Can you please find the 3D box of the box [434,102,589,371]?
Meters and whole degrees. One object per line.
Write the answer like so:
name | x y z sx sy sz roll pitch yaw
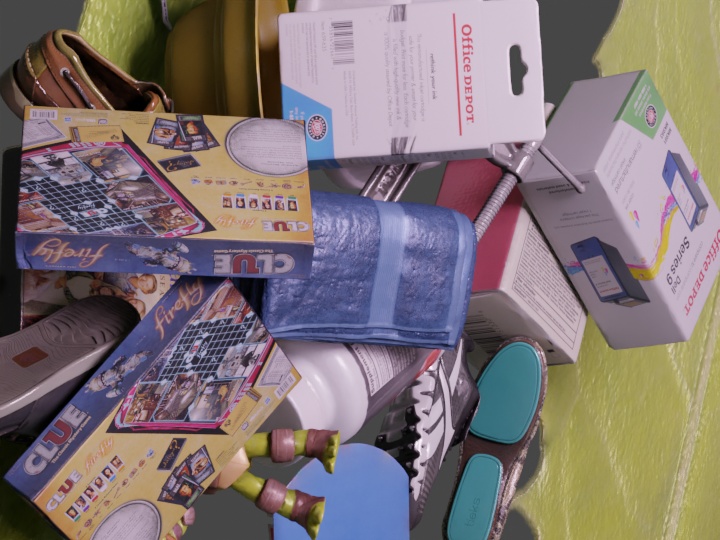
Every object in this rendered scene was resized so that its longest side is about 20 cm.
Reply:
box | 0.138 -0.027 1.922 0.128 0.109 0.201 43 52 -38

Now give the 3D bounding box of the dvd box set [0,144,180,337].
dvd box set | -0.182 -0.003 1.588 0.199 0.029 0.147 14 72 -48

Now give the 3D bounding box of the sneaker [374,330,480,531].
sneaker | 0.063 0.128 1.823 0.090 0.066 0.201 19 66 -31

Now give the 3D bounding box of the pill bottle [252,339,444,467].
pill bottle | -0.022 0.072 1.705 0.200 0.110 0.111 -38 112 -47

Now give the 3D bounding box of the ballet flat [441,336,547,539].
ballet flat | 0.119 0.155 1.885 0.075 0.067 0.201 16 90 -74

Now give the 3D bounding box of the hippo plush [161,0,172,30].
hippo plush | -0.127 -0.285 1.604 0.159 0.160 0.201 -40 113 -47

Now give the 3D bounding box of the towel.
towel | 0.000 0.000 1.622 0.199 0.048 0.112 6 98 -34

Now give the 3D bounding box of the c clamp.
c clamp | 0.081 -0.050 1.718 0.171 0.027 0.200 47 70 -26

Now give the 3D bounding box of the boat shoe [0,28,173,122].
boat shoe | -0.165 -0.098 1.559 0.200 0.068 0.072 34 32 -31

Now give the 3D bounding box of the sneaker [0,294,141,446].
sneaker | -0.232 0.103 1.476 0.199 0.075 0.107 -24 133 -32

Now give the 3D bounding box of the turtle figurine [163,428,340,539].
turtle figurine | -0.103 0.150 1.591 0.160 0.064 0.201 14 81 -2

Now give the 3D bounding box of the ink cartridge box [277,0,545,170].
ink cartridge box | 0.041 -0.142 1.648 0.067 0.199 0.117 42 45 -82

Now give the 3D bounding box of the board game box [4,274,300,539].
board game box | -0.140 0.107 1.489 0.200 0.035 0.136 -49 142 -14

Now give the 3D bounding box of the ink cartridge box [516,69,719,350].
ink cartridge box | 0.236 -0.052 1.892 0.201 0.087 0.146 60 43 -29

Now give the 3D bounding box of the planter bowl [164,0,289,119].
planter bowl | -0.102 -0.141 1.644 0.200 0.083 0.202 -3 90 -83

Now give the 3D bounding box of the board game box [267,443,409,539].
board game box | -0.026 0.235 1.724 0.158 0.039 0.201 -12 105 -47

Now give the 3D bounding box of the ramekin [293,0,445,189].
ramekin | 0.024 -0.170 1.778 0.202 0.094 0.204 -2 90 -68

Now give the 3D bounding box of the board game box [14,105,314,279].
board game box | -0.134 -0.054 1.474 0.136 0.199 0.035 -95 -169 -48
